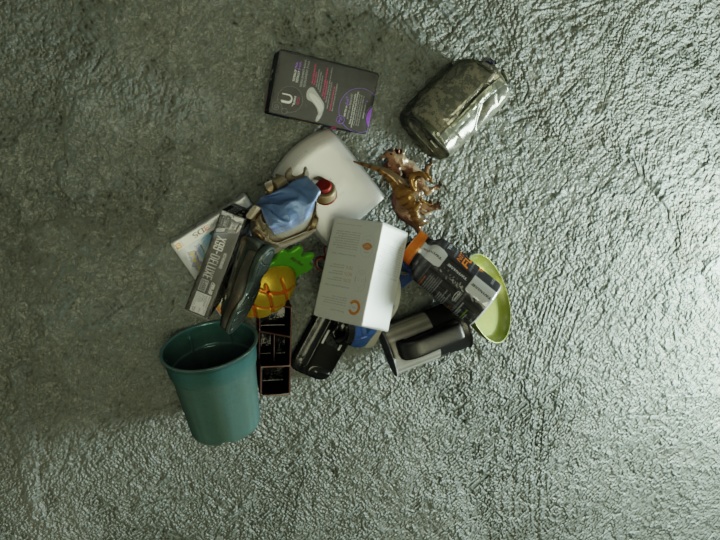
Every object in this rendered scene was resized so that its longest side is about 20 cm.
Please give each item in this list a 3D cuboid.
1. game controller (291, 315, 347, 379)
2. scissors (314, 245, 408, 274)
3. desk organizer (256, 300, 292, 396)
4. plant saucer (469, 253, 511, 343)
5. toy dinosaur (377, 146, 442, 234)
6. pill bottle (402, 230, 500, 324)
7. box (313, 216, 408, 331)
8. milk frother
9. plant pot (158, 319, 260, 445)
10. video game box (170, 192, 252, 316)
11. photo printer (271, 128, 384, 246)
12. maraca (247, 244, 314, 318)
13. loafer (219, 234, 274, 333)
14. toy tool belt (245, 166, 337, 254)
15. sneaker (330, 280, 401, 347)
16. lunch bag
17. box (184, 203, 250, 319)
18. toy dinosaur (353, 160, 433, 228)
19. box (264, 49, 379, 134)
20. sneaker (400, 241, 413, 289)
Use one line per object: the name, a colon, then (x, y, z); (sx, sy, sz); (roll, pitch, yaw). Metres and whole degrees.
game controller: (-0.072, 0.145, 1.558); (0.104, 0.042, 0.201); (25, 98, -33)
scissors: (0.000, 0.000, 1.506); (0.198, 0.014, 0.074); (22, 99, 5)
desk organizer: (-0.184, 0.161, 1.508); (0.071, 0.077, 0.202); (-1, 104, -13)
plant saucer: (0.270, 0.064, 1.560); (0.031, 0.200, 0.201); (-19, 114, 36)
toy dinosaur: (0.096, -0.166, 1.490); (0.134, 0.086, 0.202); (-4, 108, -13)
pill bottle: (0.175, 0.009, 1.424); (0.200, 0.106, 0.107); (39, 93, 3)
box: (0.001, 0.007, 1.395); (0.097, 0.124, 0.202); (18, 84, -52)
milk frother: (0.129, 0.099, 1.544); (0.186, 0.181, 0.202); (-20, 75, -8)
plant pot: (-0.294, 0.236, 1.451); (0.198, 0.200, 0.198); (-10, 114, -11)
video game box: (-0.261, -0.027, 1.459); (0.181, 0.047, 0.201); (-33, 109, -1)
photo printer: (-0.071, -0.177, 1.453); (0.166, 0.069, 0.200); (-40, 110, -1)
maraca: (-0.179, 0.020, 1.401); (0.199, 0.107, 0.137); (-38, 153, 13)
loafer: (-0.221, 0.024, 1.309); (0.063, 0.072, 0.201); (34, 116, 11)
toy tool belt: (-0.125, -0.128, 1.317); (0.200, 0.125, 0.123); (-40, 155, -18)
sneaker: (0.004, 0.083, 1.483); (0.110, 0.077, 0.201); (4, 130, -31)
lunch bag: (0.196, -0.327, 1.427); (0.200, 0.168, 0.139); (-44, 110, 0)
box: (-0.266, -0.022, 1.350); (0.049, 0.158, 0.202); (21, 97, -6)
toy dinosaur: (0.087, -0.166, 1.415); (0.106, 0.061, 0.200); (-35, 110, 18)
box: (-0.079, -0.347, 1.388); (0.198, 0.106, 0.124); (10, 100, -15)
sneaker: (0.079, -0.003, 1.540); (0.199, 0.078, 0.070); (-30, 113, 18)
